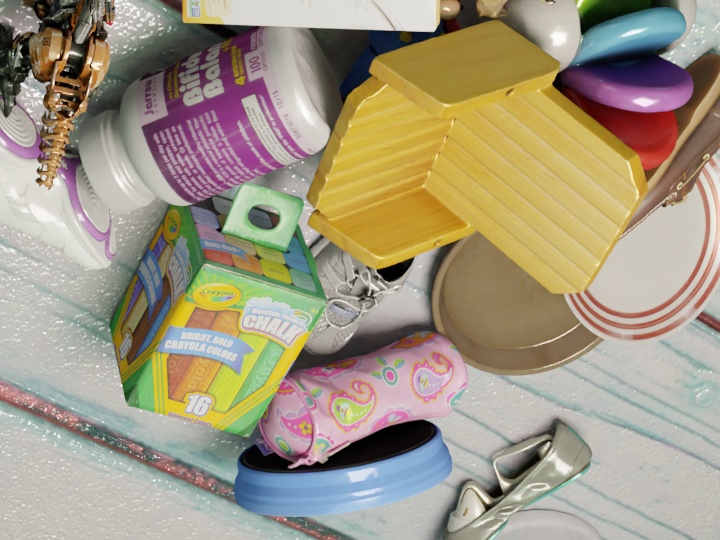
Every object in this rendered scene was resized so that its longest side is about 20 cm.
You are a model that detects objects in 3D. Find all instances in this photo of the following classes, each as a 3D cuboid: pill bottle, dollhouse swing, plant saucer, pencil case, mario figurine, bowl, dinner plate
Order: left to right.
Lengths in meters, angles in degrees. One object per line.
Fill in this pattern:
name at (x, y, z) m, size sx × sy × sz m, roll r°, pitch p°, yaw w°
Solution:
pill bottle at (-0.122, -0.119, 1.634) m, size 0.199 × 0.113 × 0.112 m, roll -22°, pitch 129°, yaw 16°
bowl at (-0.018, 0.174, 1.840) m, size 0.200 × 0.201 × 0.040 m, roll -10°, pitch 99°, yaw -9°
pencil case at (0.001, 0.114, 1.818) m, size 0.200 × 0.087 × 0.088 m, roll -17°, pitch 134°, yaw -40°
mario figurine at (0.044, -0.190, 1.638) m, size 0.106 × 0.123 × 0.200 m, roll 31°, pitch 128°, yaw 14°
dollhouse swing at (0.091, -0.060, 1.610) m, size 0.181 × 0.176 × 0.200 m, roll -21°, pitch 153°, yaw -34°
plant saucer at (0.159, 0.010, 1.870) m, size 0.199 × 0.030 × 0.201 m, roll -7°, pitch 126°, yaw -10°
dinner plate at (0.255, -0.032, 1.836) m, size 0.199 × 0.024 × 0.201 m, roll -6°, pitch 104°, yaw -27°

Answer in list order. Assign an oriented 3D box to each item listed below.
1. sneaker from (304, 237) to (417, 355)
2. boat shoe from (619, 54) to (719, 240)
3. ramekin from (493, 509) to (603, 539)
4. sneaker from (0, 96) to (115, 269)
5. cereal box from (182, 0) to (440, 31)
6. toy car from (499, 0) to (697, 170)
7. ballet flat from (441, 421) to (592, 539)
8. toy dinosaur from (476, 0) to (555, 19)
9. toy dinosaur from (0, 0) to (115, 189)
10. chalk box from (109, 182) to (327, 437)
sneaker at (0.000, 0.000, 1.782) m, size 0.074 × 0.082 × 0.200 m, roll 16°, pitch 119°, yaw -25°
boat shoe at (0.270, -0.093, 1.773) m, size 0.200 × 0.070 × 0.070 m, roll -48°, pitch 121°, yaw -4°
ramekin at (0.173, 0.351, 2.075) m, size 0.200 × 0.098 × 0.201 m, roll -8°, pitch 126°, yaw -10°
sneaker at (-0.279, -0.068, 1.674) m, size 0.099 × 0.075 × 0.200 m, roll -22°, pitch 130°, yaw 24°
cereal box at (-0.037, -0.258, 1.548) m, size 0.199 × 0.040 × 0.144 m, roll 2°, pitch 106°, yaw 8°
toy car at (0.206, -0.157, 1.669) m, size 0.174 × 0.150 × 0.201 m, roll -11°, pitch 129°, yaw -29°
ballet flat at (0.137, 0.219, 2.003) m, size 0.200 × 0.067 × 0.064 m, roll -38°, pitch 99°, yaw 12°
toy dinosaur at (0.113, -0.258, 1.531) m, size 0.101 × 0.058 × 0.200 m, roll -3°, pitch 133°, yaw 10°
toy dinosaur at (-0.232, -0.168, 1.556) m, size 0.102 × 0.136 × 0.200 m, roll 33°, pitch 69°, yaw -17°
chalk box at (-0.114, 0.019, 1.737) m, size 0.124 × 0.124 × 0.200 m, roll 17°, pitch 119°, yaw -26°
